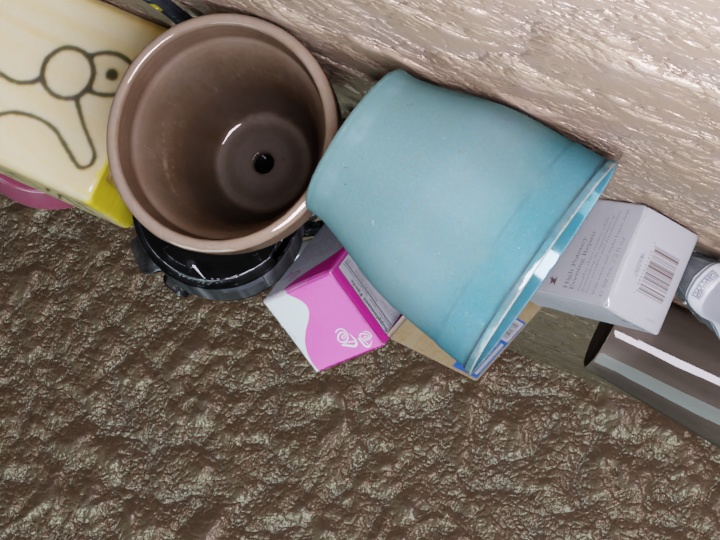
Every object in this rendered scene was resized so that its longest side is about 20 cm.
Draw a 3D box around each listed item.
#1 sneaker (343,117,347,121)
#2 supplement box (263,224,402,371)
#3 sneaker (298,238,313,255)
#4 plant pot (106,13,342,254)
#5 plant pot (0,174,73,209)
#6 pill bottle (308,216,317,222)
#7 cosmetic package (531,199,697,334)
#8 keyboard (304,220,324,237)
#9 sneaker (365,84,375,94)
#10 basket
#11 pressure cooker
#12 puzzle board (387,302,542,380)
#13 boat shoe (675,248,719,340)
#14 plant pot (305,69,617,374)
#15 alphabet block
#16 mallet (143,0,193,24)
[{"bbox_3d":[0.052,-0.079,1.562,0.200,0.087,0.074,24,174,-22],"label":"sneaker"},{"bbox_3d":[0.000,0.000,1.655,0.101,0.200,0.103,-23,109,38],"label":"supplement box"},{"bbox_3d":[-0.015,-0.003,1.850,0.199,0.085,0.073,-7,-179,9],"label":"sneaker"},{"bbox_3d":[-0.101,-0.104,1.366,0.200,0.201,0.175,23,178,12],"label":"plant pot"},{"bbox_3d":[-0.364,-0.196,1.813,0.200,0.200,0.179,23,160,8],"label":"plant pot"},{"bbox_3d":[-0.100,-0.104,1.898,0.111,0.111,0.200,25,176,-17],"label":"pill bottle"},{"bbox_3d":[0.212,-0.011,1.453,0.074,0.102,0.200,27,173,-28],"label":"cosmetic package"},{"bbox_3d":[0.011,-0.058,1.840,0.199,0.021,0.127,-7,179,-17],"label":"keyboard"},{"bbox_3d":[0.066,-0.097,1.384,0.200,0.073,0.072,26,173,-40],"label":"sneaker"},{"bbox_3d":[0.377,0.111,1.849,0.200,0.136,0.180,27,172,1],"label":"basket"},{"bbox_3d":[-0.146,-0.054,1.638,0.175,0.179,0.200,21,174,3],"label":"pressure cooker"},{"bbox_3d":[0.136,0.015,1.601,0.151,0.200,0.017,28,-162,-45],"label":"puzzle board"},{"bbox_3d":[0.345,0.026,1.482,0.057,0.069,0.200,43,-174,34],"label":"boat shoe"},{"bbox_3d":[0.068,-0.053,1.228,0.188,0.200,0.200,35,177,9],"label":"plant pot"},{"bbox_3d":[-0.304,-0.177,1.605,0.200,0.196,0.196,24,177,6],"label":"alphabet block"},{"bbox_3d":[-0.135,-0.204,1.432,0.066,0.041,0.200,14,165,48],"label":"mallet"}]
